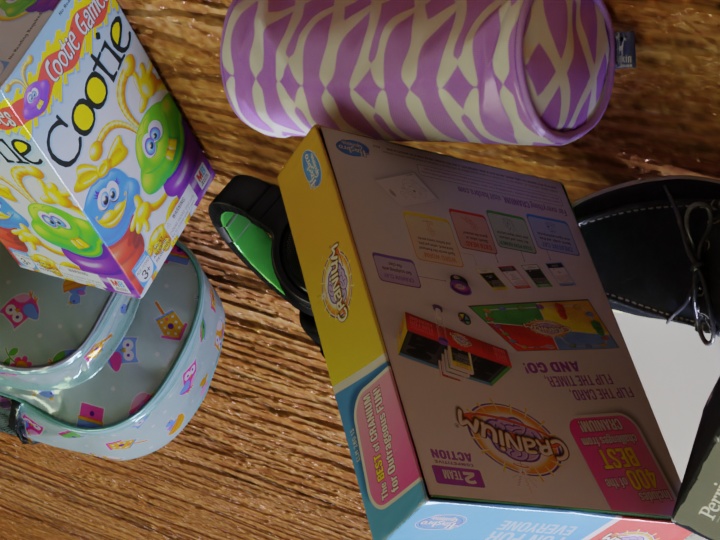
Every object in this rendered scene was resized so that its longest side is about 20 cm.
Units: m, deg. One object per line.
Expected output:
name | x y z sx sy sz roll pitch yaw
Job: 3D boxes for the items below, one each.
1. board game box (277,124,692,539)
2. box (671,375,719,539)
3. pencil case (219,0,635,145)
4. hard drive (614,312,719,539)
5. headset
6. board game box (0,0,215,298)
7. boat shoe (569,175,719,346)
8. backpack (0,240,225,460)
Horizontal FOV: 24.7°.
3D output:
board game box | 0.054 0.034 0.745 0.152 0.201 0.040 11 137 -32
box | 0.254 0.045 0.677 0.181 0.104 0.201 25 119 9
pencil case | 0.023 -0.103 0.778 0.199 0.084 0.086 4 107 38
hard drive | 0.154 0.083 0.879 0.132 0.026 0.201 -31 93 20
headset | 0.000 0.000 0.967 0.200 0.094 0.124 32 163 30
board game box | -0.184 -0.089 0.984 0.103 0.105 0.200 14 152 28
boat shoe | 0.178 -0.003 0.792 0.199 0.062 0.075 9 104 28
backpack | -0.200 0.034 1.150 0.199 0.176 0.153 20 158 8
